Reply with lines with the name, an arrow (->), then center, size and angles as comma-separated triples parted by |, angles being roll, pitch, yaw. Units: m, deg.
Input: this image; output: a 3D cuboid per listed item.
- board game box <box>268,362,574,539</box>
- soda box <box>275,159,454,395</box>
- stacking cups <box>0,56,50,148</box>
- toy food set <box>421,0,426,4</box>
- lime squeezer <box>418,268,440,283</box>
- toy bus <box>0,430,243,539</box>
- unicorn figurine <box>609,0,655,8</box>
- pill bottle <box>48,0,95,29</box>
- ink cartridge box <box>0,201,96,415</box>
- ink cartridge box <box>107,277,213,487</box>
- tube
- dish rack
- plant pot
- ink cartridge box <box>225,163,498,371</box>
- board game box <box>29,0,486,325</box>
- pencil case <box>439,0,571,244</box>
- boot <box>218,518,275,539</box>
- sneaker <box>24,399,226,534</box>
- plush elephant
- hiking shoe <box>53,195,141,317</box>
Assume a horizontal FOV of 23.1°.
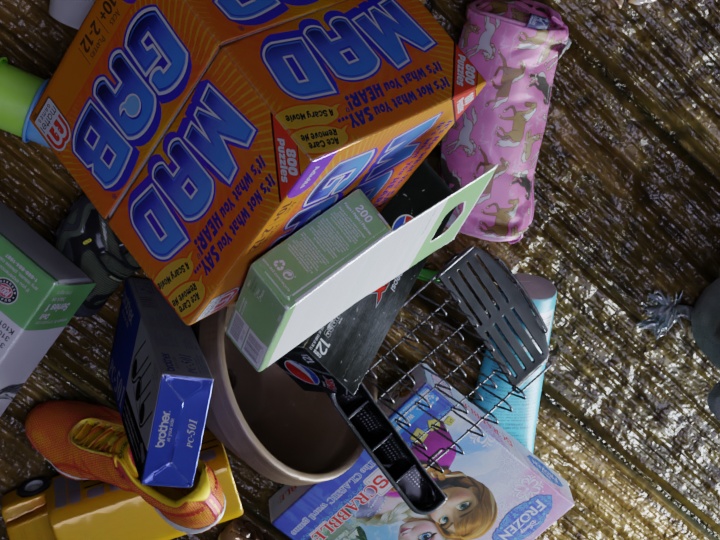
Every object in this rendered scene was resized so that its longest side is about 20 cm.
board game box -> 0.055, 0.210, 1.592 | 0.199, 0.041, 0.200 | 39, 108, -23
soda box -> 0.000, 0.000, 1.425 | 0.071, 0.063, 0.201 | 46, 62, -33
stacking cups -> -0.232, -0.121, 1.367 | 0.199, 0.061, 0.061 | 20, 106, -1
toy food set -> -0.027, -0.253, 1.403 | 0.196, 0.049, 0.201 | -7, 112, -11
lime squeezer -> -0.012, 0.010, 1.484 | 0.199, 0.038, 0.071 | -26, 112, -42
toy bus -> -0.207, 0.203, 1.522 | 0.199, 0.078, 0.065 | -18, 114, -6
unicorn figurine -> 0.245, -0.281, 1.440 | 0.137, 0.074, 0.200 | -43, 109, -6
pill bottle -> -0.173, -0.281, 1.318 | 0.119, 0.120, 0.201 | 10, 108, -17
ink cartridge box -> -0.331, 0.044, 1.396 | 0.146, 0.084, 0.200 | 38, 99, 10
ink cartridge box -> -0.164, 0.086, 1.419 | 0.044, 0.200, 0.095 | 7, 109, -18
tube -> 0.135, 0.103, 1.586 | 0.077, 0.050, 0.201 | 6, 115, -7
dish rack -> 0.074, 0.086, 1.483 | 0.200, 0.054, 0.154 | -41, 114, -12
plant pot -> -0.081, 0.085, 1.475 | 0.092, 0.201, 0.201 | -17, 122, 37
ink cartridge box -> -0.001, -0.015, 1.302 | 0.200, 0.146, 0.048 | -36, 79, -22
board game box -> -0.076, -0.123, 1.274 | 0.200, 0.200, 0.200 | 51, 134, 11
pencil case -> 0.116, -0.125, 1.471 | 0.082, 0.086, 0.201 | -11, 118, -46
boot -> -0.073, 0.323, 1.610 | 0.200, 0.075, 0.107 | 38, 102, -15
sneaker -> -0.196, 0.148, 1.462 | 0.073, 0.199, 0.077 | -58, 154, -27
plush elephant -> 0.363, 0.057, 1.559 | 0.198, 0.155, 0.166 | -5, 112, -12
hiking shoe -> -0.172, -0.035, 1.416 | 0.201, 0.101, 0.076 | -55, 146, 10
